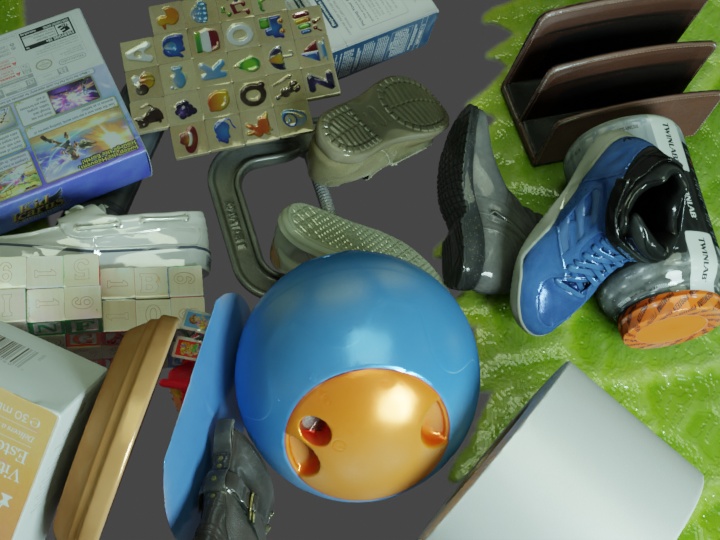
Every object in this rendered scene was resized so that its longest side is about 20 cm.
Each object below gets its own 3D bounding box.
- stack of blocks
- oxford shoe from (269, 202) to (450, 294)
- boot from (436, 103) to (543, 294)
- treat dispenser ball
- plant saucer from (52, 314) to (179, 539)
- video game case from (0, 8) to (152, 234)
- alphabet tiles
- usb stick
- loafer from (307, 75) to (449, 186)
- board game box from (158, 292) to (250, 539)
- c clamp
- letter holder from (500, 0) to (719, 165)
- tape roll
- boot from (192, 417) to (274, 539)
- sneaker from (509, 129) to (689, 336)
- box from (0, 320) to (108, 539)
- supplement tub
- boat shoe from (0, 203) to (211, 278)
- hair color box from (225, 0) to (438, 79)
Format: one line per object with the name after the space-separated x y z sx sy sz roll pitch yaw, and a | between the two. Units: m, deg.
-0.230 0.037 0.937 0.198 0.115 0.059 -2 65 -13 | stack of blocks
0.000 0.000 1.021 0.199 0.058 0.076 23 35 -30 | oxford shoe
0.146 -0.059 1.101 0.131 0.070 0.202 9 68 -17 | boot
-0.003 0.085 0.913 0.199 0.201 0.203 5 63 -10 | treat dispenser ball
-0.188 0.125 0.853 0.037 0.200 0.201 21 62 -8 | plant saucer
-0.314 -0.129 1.019 0.199 0.046 0.182 -23 64 -13 | video game case
-0.125 -0.192 1.074 0.198 0.006 0.168 -12 71 -5 | alphabet tiles
-0.228 -0.093 1.048 0.055 0.033 0.201 19 62 -2 | usb stick
0.012 -0.133 1.087 0.199 0.067 0.076 -23 73 -48 | loafer
-0.133 0.116 0.904 0.039 0.158 0.201 9 62 12 | board game box
-0.057 -0.067 1.074 0.169 0.027 0.202 -6 65 -15 | c clamp
0.267 -0.200 1.144 0.198 0.142 0.101 -12 67 -17 | letter holder
0.153 0.192 0.895 0.139 0.203 0.203 39 63 8 | tape roll
-0.091 0.239 0.876 0.069 0.201 0.175 -4 31 10 | boot
0.211 -0.019 0.982 0.076 0.111 0.201 26 99 -30 | sneaker
-0.298 0.143 0.819 0.151 0.106 0.201 23 102 0 | box
0.272 -0.036 1.076 0.121 0.123 0.202 -4 65 -14 | supplement tub
-0.228 -0.025 0.961 0.198 0.072 0.066 -2 74 -9 | boat shoe
-0.031 -0.253 1.152 0.199 0.061 0.100 -25 71 -22 | hair color box
